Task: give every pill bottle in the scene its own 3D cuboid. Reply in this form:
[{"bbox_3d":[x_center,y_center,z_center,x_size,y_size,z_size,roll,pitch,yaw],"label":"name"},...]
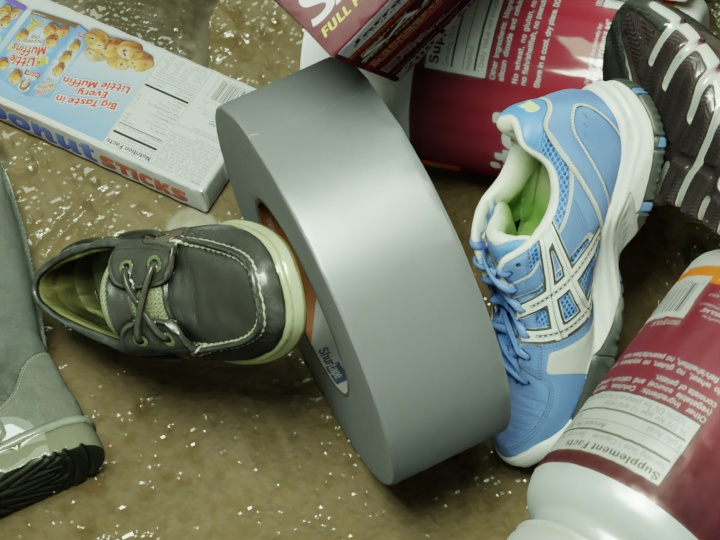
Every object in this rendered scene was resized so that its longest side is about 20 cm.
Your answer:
[{"bbox_3d":[0.075,-0.104,1.337,0.199,0.113,0.113,11,62,14],"label":"pill bottle"},{"bbox_3d":[0.151,0.098,1.209,0.114,0.114,0.200,30,68,22],"label":"pill bottle"}]

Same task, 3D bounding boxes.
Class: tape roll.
[{"bbox_3d":[0.000,0.000,1.234,0.066,0.201,0.201,-24,60,-9],"label":"tape roll"}]

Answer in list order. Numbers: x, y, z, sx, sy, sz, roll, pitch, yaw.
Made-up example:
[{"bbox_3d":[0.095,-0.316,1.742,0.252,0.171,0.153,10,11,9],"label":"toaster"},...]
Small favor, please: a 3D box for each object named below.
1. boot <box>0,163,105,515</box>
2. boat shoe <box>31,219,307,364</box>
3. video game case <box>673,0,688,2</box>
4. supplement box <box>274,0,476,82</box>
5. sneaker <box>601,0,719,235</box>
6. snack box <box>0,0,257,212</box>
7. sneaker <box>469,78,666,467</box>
[{"bbox_3d":[-0.237,0.040,1.313,0.181,0.073,0.200,-18,65,-20],"label":"boot"},{"bbox_3d":[-0.097,0.014,1.247,0.066,0.201,0.072,-12,99,-31],"label":"boat shoe"},{"bbox_3d":[0.094,-0.186,1.369,0.199,0.023,0.182,11,20,12],"label":"video game case"},{"bbox_3d":[0.021,-0.149,1.189,0.109,0.200,0.061,-45,84,8],"label":"supplement box"},{"bbox_3d":[0.206,-0.057,1.225,0.115,0.076,0.200,-9,51,-33],"label":"sneaker"},{"bbox_3d":[-0.152,-0.102,1.413,0.199,0.024,0.072,24,66,19],"label":"snack box"},{"bbox_3d":[0.084,0.002,1.242,0.077,0.201,0.076,-3,22,-31],"label":"sneaker"}]
